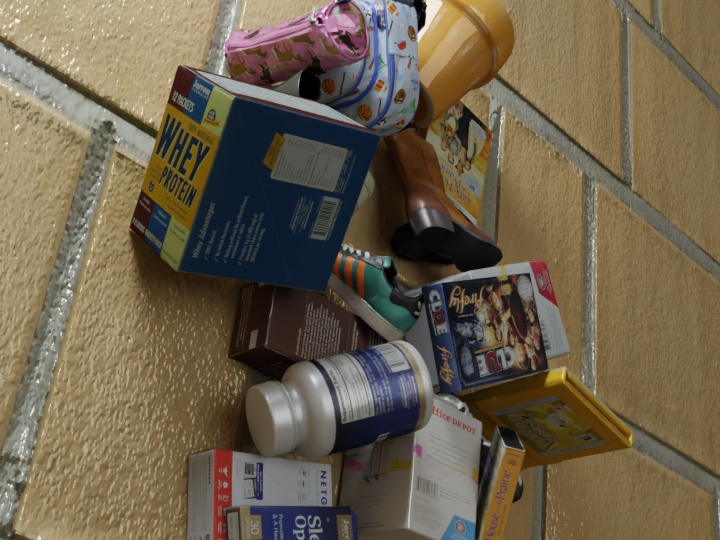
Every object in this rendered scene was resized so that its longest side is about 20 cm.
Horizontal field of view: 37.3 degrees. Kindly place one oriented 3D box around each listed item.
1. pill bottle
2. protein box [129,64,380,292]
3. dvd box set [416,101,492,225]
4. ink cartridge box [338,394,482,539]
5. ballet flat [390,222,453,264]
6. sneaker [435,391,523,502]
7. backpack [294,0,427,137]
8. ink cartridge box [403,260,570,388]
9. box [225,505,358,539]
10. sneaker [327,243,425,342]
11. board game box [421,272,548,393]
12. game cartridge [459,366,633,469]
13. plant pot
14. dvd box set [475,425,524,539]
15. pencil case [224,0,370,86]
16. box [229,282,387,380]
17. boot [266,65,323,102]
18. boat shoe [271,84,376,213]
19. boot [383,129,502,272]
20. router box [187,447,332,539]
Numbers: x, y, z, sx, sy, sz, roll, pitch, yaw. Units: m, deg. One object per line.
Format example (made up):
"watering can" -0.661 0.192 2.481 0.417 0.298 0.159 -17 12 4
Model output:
"pill bottle" -0.026 0.153 1.233 0.199 0.111 0.112 -10 81 -27
"protein box" -0.120 -0.100 1.204 0.199 0.135 0.199 9 107 -39
"dvd box set" 0.144 -0.183 1.689 0.146 0.029 0.201 39 49 -31
"ink cartridge box" 0.064 0.252 1.352 0.128 0.125 0.201 31 54 -36
"ballet flat" 0.124 -0.044 1.590 0.200 0.057 0.067 -6 80 -49
"sneaker" 0.151 0.268 1.492 0.200 0.066 0.091 51 49 -17
"backpack" -0.006 -0.274 1.452 0.154 0.200 0.191 -11 90 -47
"ink cartridge box" 0.175 0.078 1.529 0.200 0.144 0.146 -6 80 -49
"box" -0.061 0.323 1.183 0.200 0.032 0.122 13 65 -45
"sneaker" 0.000 0.000 1.367 0.200 0.080 0.071 42 10 14
"board game box" 0.165 0.077 1.380 0.200 0.035 0.136 -6 84 -48
"game cartridge" 0.257 0.217 1.520 0.176 0.200 0.033 42 45 -28
"plant pot" 0.101 -0.318 1.592 0.200 0.200 0.184 47 61 -24
"dvd box set" 0.169 0.313 1.386 0.146 0.029 0.201 -20 124 -87
"pencil case" -0.084 -0.287 1.359 0.083 0.199 0.087 -52 123 -38
"box" -0.060 0.092 1.324 0.200 0.075 0.101 32 53 -37
"boot" -0.114 -0.155 1.314 0.077 0.138 0.201 25 58 -39
"boat shoe" -0.062 -0.159 1.425 0.200 0.072 0.065 50 57 -16
"boot" 0.117 -0.101 1.557 0.188 0.068 0.201 17 42 -37
"router box" -0.110 0.310 1.197 0.179 0.049 0.201 17 63 -43
